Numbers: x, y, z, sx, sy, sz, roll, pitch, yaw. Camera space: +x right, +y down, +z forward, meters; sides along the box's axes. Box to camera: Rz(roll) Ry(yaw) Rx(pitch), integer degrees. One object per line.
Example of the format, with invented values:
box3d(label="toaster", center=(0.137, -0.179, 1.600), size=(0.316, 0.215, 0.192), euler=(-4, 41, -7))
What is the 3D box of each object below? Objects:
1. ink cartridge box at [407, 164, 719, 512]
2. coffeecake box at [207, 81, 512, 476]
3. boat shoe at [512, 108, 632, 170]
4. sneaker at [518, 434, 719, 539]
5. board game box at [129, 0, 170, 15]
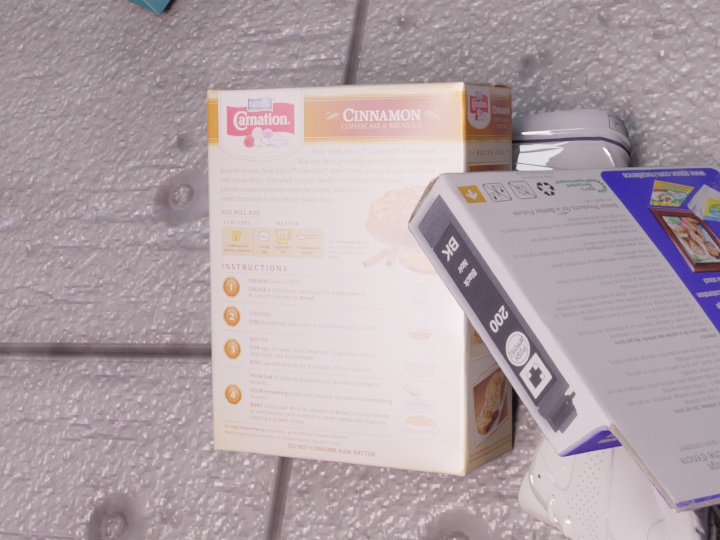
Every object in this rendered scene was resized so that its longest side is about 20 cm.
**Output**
box3d(label="ink cartridge box", center=(0.151, 0.030, 0.654), size=(0.200, 0.198, 0.043), euler=(58, 137, 34))
box3d(label="coffeecake box", center=(0.000, 0.000, 0.750), size=(0.153, 0.073, 0.201), euler=(2, 96, 27))
box3d(label="boat shoe", center=(0.055, -0.045, 0.790), size=(0.200, 0.074, 0.067), euler=(-10, 59, 20))
box3d(label="sneaker", center=(0.130, 0.124, 0.688), size=(0.099, 0.078, 0.200), euler=(-21, 51, 23))
box3d(label="board game box", center=(-0.181, -0.290, 1.025), size=(0.200, 0.047, 0.151), euler=(30, 83, 35))
